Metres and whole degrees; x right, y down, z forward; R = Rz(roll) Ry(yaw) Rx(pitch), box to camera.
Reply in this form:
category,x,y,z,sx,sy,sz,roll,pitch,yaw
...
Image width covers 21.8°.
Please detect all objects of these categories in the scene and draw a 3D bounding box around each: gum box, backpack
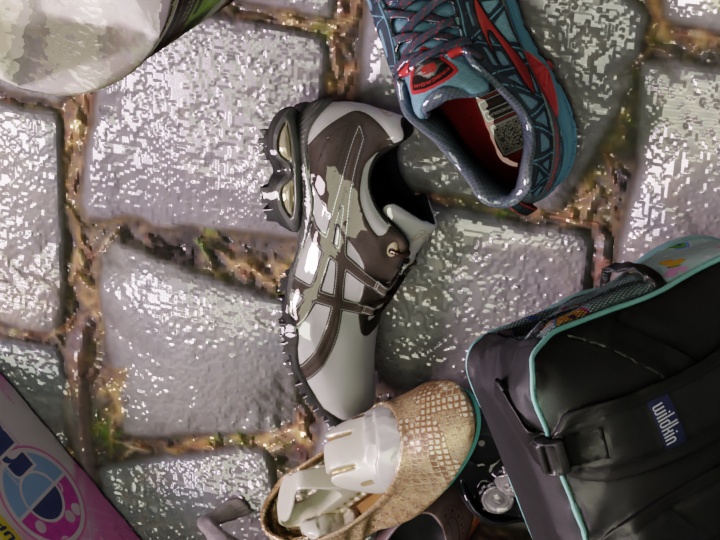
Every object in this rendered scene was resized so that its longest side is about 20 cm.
category,x,y,z,sx,sy,sz,roll,pitch,yaw
gum box,-0.227,0.166,1.208,0.066,0.114,0.200,-37,96,27
backpack,0.170,0.075,1.006,0.199,0.153,0.177,-25,98,-12

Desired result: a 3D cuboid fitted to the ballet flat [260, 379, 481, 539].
category,x,y,z,sx,sy,sz,roll,pitch,yaw
ballet flat,-0.002,0.122,1.104,0.065,0.071,0.200,5,147,-28

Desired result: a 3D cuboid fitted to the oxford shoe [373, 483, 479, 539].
category,x,y,z,sx,sy,sz,roll,pitch,yaw
oxford shoe,0.019,0.208,1.164,0.071,0.073,0.202,20,116,9

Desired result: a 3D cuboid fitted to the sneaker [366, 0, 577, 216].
category,x,y,z,sx,sy,sz,roll,pitch,yaw
sneaker,0.052,-0.121,1.007,0.079,0.096,0.201,-30,99,26

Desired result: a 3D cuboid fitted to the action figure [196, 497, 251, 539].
category,x,y,z,sx,sy,sz,roll,pitch,yaw
action figure,-0.086,0.266,1.156,0.104,0.194,0.202,13,111,-18

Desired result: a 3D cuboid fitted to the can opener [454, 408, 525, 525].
category,x,y,z,sx,sy,sz,roll,pitch,yaw
can opener,0.136,0.136,1.100,0.199,0.079,0.064,27,124,-5

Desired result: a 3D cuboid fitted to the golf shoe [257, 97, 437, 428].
category,x,y,z,sx,sy,sz,roll,pitch,yaw
golf shoe,0.000,0.000,1.085,0.094,0.078,0.202,-1,112,19

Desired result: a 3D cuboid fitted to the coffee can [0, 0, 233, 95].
category,x,y,z,sx,sy,sz,roll,pitch,yaw
coffee can,-0.124,-0.190,0.981,0.145,0.200,0.148,7,114,16
